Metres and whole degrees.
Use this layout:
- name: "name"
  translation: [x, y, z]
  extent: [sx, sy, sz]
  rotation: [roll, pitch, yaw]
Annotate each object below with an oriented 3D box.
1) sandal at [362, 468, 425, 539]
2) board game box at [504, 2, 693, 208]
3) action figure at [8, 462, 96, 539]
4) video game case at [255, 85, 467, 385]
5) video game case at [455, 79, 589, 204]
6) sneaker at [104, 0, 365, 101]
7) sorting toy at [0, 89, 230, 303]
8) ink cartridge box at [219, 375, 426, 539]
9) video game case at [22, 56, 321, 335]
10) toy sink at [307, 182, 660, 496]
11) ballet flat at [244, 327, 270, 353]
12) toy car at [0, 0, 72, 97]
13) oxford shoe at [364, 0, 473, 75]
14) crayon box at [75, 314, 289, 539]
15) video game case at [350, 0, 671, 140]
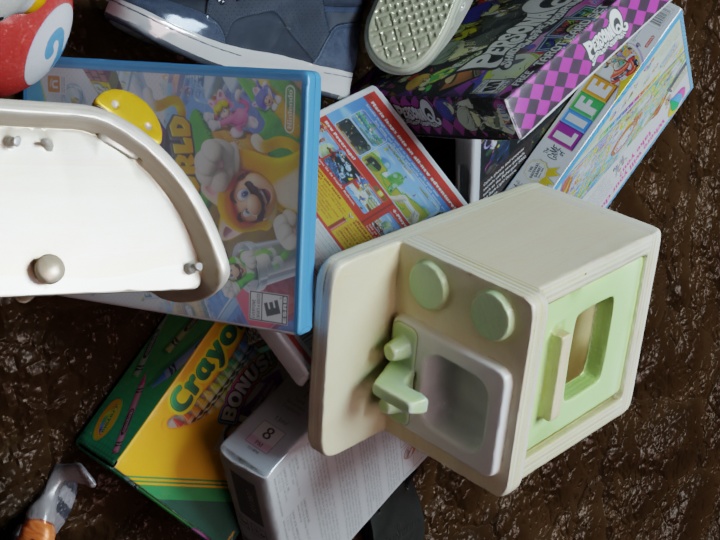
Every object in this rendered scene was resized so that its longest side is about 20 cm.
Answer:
- name: "sandal"
  translation: [0.020, 0.156, 0.927]
  extent: [0.075, 0.045, 0.202]
  rotation: [-33, 119, -28]
- name: "board game box"
  translation: [0.202, -0.111, 0.971]
  extent: [0.201, 0.034, 0.134]
  rotation: [-54, 153, -5]
- name: "action figure"
  translation: [-0.221, 0.228, 0.736]
  extent: [0.193, 0.104, 0.201]
  rotation: [-41, 150, -18]
- name: "video game case"
  translation: [-0.013, -0.031, 0.751]
  extent: [0.199, 0.017, 0.143]
  rotation: [-32, 82, -41]
- name: "video game case"
  translation: [0.144, -0.111, 0.939]
  extent: [0.200, 0.023, 0.183]
  rotation: [-42, 150, -25]
- name: "sneaker"
  translation: [-0.066, -0.198, 0.750]
  extent: [0.201, 0.077, 0.148]
  rotation: [3, 109, -50]
- name: "sorting toy"
  translation: [-0.204, -0.020, 0.621]
  extent: [0.199, 0.179, 0.108]
  rotation: [-2, 78, -40]
- name: "ink cartridge box"
  translation: [-0.007, 0.114, 0.822]
  extent: [0.200, 0.057, 0.164]
  rotation: [-47, 148, -32]
- name: "video game case"
  translation: [-0.115, -0.047, 0.678]
  extent: [0.018, 0.198, 0.145]
  rotation: [-18, 113, -62]
- name: "toy sink"
  translation: [0.079, 0.043, 0.699]
  extent: [0.199, 0.111, 0.132]
  rotation: [-20, 124, -42]
- name: "ballet flat"
  translation: [0.000, 0.000, 0.793]
  extent: [0.199, 0.072, 0.073]
  rotation: [-14, 108, -42]
- name: "toy car"
  translation: [-0.197, -0.155, 0.579]
  extent: [0.177, 0.199, 0.186]
  rotation: [37, 76, -38]
- name: "oxford shoe"
  translation: [0.065, -0.222, 0.808]
  extent: [0.075, 0.058, 0.201]
  rotation: [30, 89, 4]
- name: "crayon box"
  translation: [-0.088, 0.074, 0.811]
  extent: [0.119, 0.058, 0.201]
  rotation: [46, 70, -37]
- name: "video game case"
  translation: [0.108, -0.165, 0.843]
  extent: [0.200, 0.181, 0.036]
  rotation: [-42, 120, -24]
